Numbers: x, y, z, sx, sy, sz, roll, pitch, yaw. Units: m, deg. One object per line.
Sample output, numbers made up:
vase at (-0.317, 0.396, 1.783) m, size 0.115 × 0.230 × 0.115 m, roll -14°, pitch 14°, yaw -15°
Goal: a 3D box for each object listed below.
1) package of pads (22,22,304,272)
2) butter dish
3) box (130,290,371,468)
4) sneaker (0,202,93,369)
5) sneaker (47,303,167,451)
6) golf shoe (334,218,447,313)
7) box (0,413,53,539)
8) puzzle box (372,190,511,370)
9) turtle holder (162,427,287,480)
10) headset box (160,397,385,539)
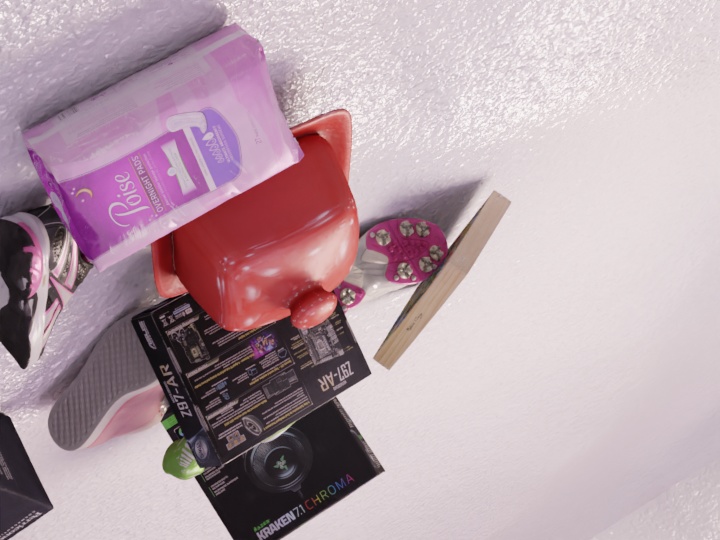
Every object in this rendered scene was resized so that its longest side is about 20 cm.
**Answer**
package of pads at (-0.153, -0.099, 1.333) m, size 0.200 × 0.076 × 0.121 m, roll -29°, pitch 129°, yaw -10°
butter dish at (-0.071, -0.015, 1.478) m, size 0.199 × 0.148 × 0.200 m, roll -24°, pitch 156°, yaw -16°
box at (-0.101, 0.074, 1.622) m, size 0.200 × 0.160 × 0.044 m, roll -30°, pitch -171°, yaw -35°
sneaker at (-0.268, 0.011, 1.445) m, size 0.086 × 0.080 × 0.200 m, roll -31°, pitch 165°, yaw -32°
sneaker at (-0.219, 0.102, 1.687) m, size 0.200 × 0.075 × 0.105 m, roll -45°, pitch 161°, yaw 23°
golf shoe at (0.000, 0.000, 1.783) m, size 0.200 × 0.075 × 0.091 m, roll -22°, pitch 178°, yaw -30°
box at (-0.429, 0.215, 1.585) m, size 0.197 × 0.118 × 0.200 m, roll -35°, pitch 158°, yaw 4°
puzzle box at (0.089, 0.011, 1.852) m, size 0.133 × 0.025 × 0.200 m, roll -55°, pitch -179°, yaw -43°
turtle holder at (-0.121, 0.127, 1.723) m, size 0.141 × 0.186 × 0.132 m, roll 10°, pitch 159°, yaw -15°
headset box at (-0.100, 0.183, 1.844) m, size 0.174 × 0.200 × 0.093 m, roll -32°, pitch 173°, yaw 1°
